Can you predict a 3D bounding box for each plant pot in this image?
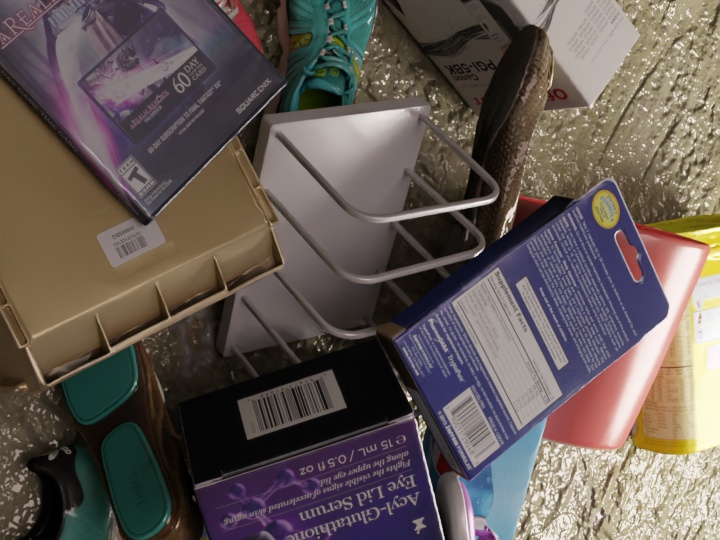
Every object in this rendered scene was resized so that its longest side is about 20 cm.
[{"bbox_3d":[0.167,0.040,1.112,0.198,0.200,0.180,10,96,-34],"label":"plant pot"}]

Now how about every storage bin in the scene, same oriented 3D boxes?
[{"bbox_3d":[-0.178,-0.048,0.884,0.199,0.093,0.200,-27,91,-32],"label":"storage bin"}]

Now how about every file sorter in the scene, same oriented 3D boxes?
[{"bbox_3d":[0.000,0.000,0.971,0.137,0.125,0.202,-12,132,-34],"label":"file sorter"}]

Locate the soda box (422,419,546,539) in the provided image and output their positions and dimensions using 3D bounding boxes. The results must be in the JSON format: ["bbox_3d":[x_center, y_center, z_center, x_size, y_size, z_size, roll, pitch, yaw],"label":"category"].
[{"bbox_3d":[0.090,0.125,1.021,0.067,0.064,0.203,7,106,-22],"label":"soda box"}]

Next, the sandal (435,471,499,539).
[{"bbox_3d":[0.086,0.219,0.975,0.049,0.083,0.205,-12,126,-4],"label":"sandal"}]

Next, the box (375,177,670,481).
[{"bbox_3d":[0.118,0.036,0.943,0.199,0.032,0.122,-35,111,-16],"label":"box"}]

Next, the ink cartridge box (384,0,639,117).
[{"bbox_3d":[0.101,-0.220,1.072,0.200,0.146,0.083,47,67,-26],"label":"ink cartridge box"}]

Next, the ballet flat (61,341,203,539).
[{"bbox_3d":[-0.151,0.105,0.925,0.067,0.201,0.072,-34,148,7],"label":"ballet flat"}]

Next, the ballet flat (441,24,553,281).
[{"bbox_3d":[0.108,-0.080,1.007,0.046,0.067,0.203,15,92,-14],"label":"ballet flat"}]

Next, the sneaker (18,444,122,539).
[{"bbox_3d":[-0.203,0.220,0.927,0.079,0.071,0.203,9,79,-34],"label":"sneaker"}]

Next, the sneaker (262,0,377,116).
[{"bbox_3d":[-0.023,-0.156,1.001,0.076,0.080,0.203,5,101,-16],"label":"sneaker"}]

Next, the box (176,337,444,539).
[{"bbox_3d":[-0.023,0.171,0.906,0.146,0.105,0.202,-18,118,-5],"label":"box"}]

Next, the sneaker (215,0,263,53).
[{"bbox_3d":[-0.124,-0.207,0.951,0.074,0.086,0.201,-44,115,-24],"label":"sneaker"}]

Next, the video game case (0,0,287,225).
[{"bbox_3d":[-0.158,-0.148,0.858,0.200,0.019,0.143,47,60,-10],"label":"video game case"}]

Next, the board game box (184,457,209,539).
[{"bbox_3d":[-0.044,0.192,1.041,0.199,0.056,0.167,-26,105,-31],"label":"board game box"}]

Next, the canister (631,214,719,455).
[{"bbox_3d":[0.310,0.057,1.267,0.147,0.086,0.203,-10,99,-34],"label":"canister"}]
